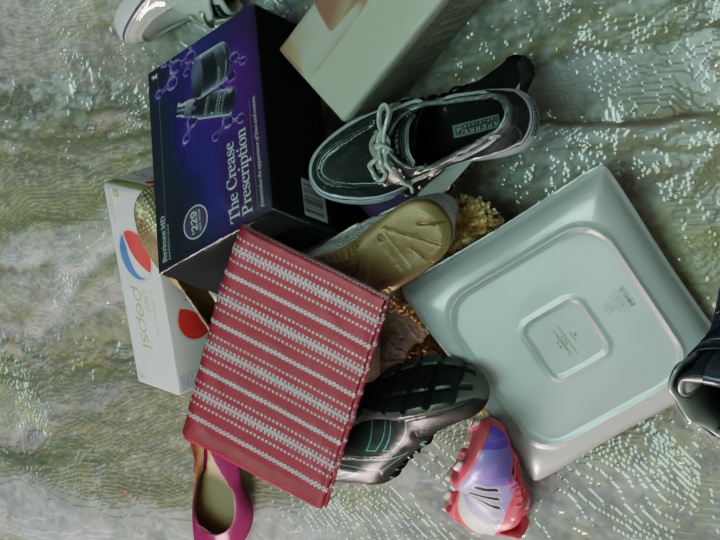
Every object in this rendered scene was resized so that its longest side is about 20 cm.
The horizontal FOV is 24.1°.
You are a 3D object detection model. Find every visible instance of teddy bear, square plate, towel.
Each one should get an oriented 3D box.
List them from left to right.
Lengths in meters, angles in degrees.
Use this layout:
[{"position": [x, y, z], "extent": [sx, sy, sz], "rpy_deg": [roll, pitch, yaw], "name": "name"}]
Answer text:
[{"position": [-0.061, 0.079, 1.349], "extent": [0.145, 0.022, 0.200], "rpy_deg": [25, 113, 20], "name": "towel"}, {"position": [0.091, 0.033, 1.394], "extent": [0.145, 0.067, 0.200], "rpy_deg": [35, 119, -5], "name": "teddy bear"}, {"position": [0.163, 0.049, 1.339], "extent": [0.198, 0.028, 0.200], "rpy_deg": [-32, 99, 21], "name": "square plate"}]

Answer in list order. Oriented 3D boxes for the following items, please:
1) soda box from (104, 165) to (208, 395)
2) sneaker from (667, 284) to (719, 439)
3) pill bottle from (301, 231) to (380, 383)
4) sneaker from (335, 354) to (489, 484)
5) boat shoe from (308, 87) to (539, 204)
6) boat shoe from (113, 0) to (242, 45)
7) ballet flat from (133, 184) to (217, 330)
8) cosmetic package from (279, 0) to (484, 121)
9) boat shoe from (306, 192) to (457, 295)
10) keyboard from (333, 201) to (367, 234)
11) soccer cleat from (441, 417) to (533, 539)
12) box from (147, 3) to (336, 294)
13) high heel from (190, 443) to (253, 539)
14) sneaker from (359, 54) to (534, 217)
[{"position": [-0.177, 0.008, 1.554], "extent": [0.068, 0.064, 0.200], "rpy_deg": [13, 117, 45], "name": "soda box"}, {"position": [0.284, 0.027, 1.235], "extent": [0.077, 0.146, 0.203], "rpy_deg": [7, 107, 32], "name": "sneaker"}, {"position": [-0.039, 0.072, 1.473], "extent": [0.112, 0.112, 0.200], "rpy_deg": [7, 108, 31], "name": "pill bottle"}, {"position": [0.024, 0.126, 1.384], "extent": [0.200, 0.075, 0.079], "rpy_deg": [-16, 119, 30], "name": "sneaker"}, {"position": [0.037, -0.096, 1.304], "extent": [0.199, 0.068, 0.074], "rpy_deg": [-8, 87, 29], "name": "boat shoe"}, {"position": [-0.134, -0.245, 1.465], "extent": [0.200, 0.071, 0.070], "rpy_deg": [-36, 82, 28], "name": "boat shoe"}, {"position": [-0.130, 0.007, 1.499], "extent": [0.200, 0.070, 0.065], "rpy_deg": [56, 169, -33], "name": "ballet flat"}, {"position": [0.039, -0.223, 1.339], "extent": [0.087, 0.103, 0.200], "rpy_deg": [49, 123, 9], "name": "cosmetic package"}, {"position": [0.000, 0.000, 1.372], "extent": [0.200, 0.069, 0.071], "rpy_deg": [-29, 96, 25], "name": "boat shoe"}, {"position": [-0.090, -0.053, 1.512], "extent": [0.200, 0.040, 0.104], "rpy_deg": [-12, 99, 34], "name": "keyboard"}, {"position": [0.112, 0.174, 1.390], "extent": [0.076, 0.067, 0.200], "rpy_deg": [23, 158, 8], "name": "soccer cleat"}, {"position": [-0.104, -0.101, 1.428], "extent": [0.141, 0.079, 0.200], "rpy_deg": [-29, 56, 37], "name": "box"}, {"position": [-0.146, 0.207, 1.594], "extent": [0.067, 0.096, 0.200], "rpy_deg": [22, 115, 26], "name": "high heel"}, {"position": [0.056, -0.111, 1.366], "extent": [0.088, 0.076, 0.200], "rpy_deg": [39, 123, -3], "name": "sneaker"}]
